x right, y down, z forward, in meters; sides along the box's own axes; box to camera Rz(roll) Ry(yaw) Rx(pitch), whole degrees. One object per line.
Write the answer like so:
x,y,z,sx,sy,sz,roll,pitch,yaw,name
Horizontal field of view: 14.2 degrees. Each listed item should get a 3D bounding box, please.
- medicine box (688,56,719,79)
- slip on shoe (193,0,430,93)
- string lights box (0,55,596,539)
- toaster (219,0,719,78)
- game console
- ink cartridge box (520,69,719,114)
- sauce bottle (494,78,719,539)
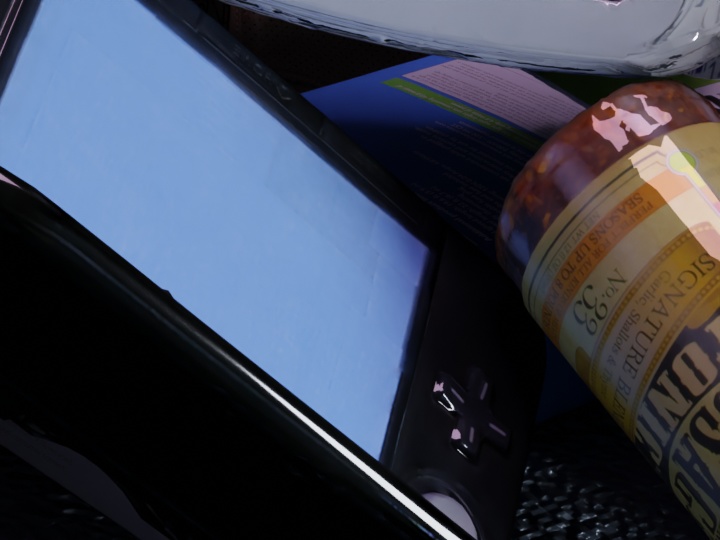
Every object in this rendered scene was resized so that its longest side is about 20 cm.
0.070,-0.132,0.968,0.181,0.103,0.200,-15,34,-36,medicine box
-0.015,-0.080,0.873,0.199,0.076,0.060,20,25,35,slip on shoe
0.000,0.000,0.740,0.199,0.059,0.103,-19,35,-40,string lights box
0.015,-0.113,0.677,0.199,0.114,0.129,11,15,-5,toaster
-0.011,0.000,0.559,0.200,0.116,0.176,40,43,-25,game console
0.143,0.004,0.724,0.147,0.076,0.200,-17,40,-39,ink cartridge box
0.106,0.046,0.610,0.066,0.066,0.200,-15,53,-36,sauce bottle
